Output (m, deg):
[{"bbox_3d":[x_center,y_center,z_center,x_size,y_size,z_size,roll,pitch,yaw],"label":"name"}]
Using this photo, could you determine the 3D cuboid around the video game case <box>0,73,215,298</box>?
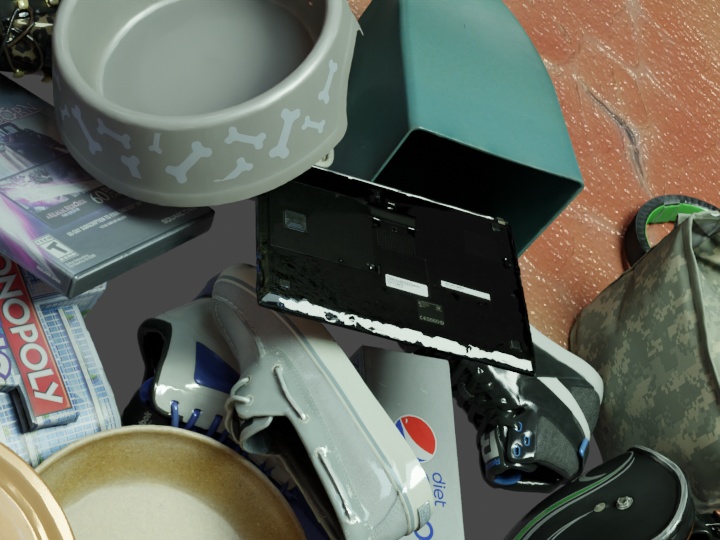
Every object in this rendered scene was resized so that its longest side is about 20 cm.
[{"bbox_3d":[-0.205,-0.061,0.990,0.199,0.019,0.143,33,30,17],"label":"video game case"}]

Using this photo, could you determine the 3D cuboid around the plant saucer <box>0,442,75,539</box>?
[{"bbox_3d":[-0.240,0.172,0.844,0.198,0.032,0.203,6,73,-20],"label":"plant saucer"}]

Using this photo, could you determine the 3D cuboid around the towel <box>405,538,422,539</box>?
[{"bbox_3d":[0.087,0.259,0.918,0.199,0.148,0.022,26,18,20],"label":"towel"}]

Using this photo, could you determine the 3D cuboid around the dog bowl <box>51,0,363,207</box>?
[{"bbox_3d":[-0.094,-0.134,0.984,0.197,0.059,0.202,-4,53,5],"label":"dog bowl"}]

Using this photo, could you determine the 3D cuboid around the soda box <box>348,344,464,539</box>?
[{"bbox_3d":[0.022,0.153,1.046,0.068,0.063,0.202,11,56,-25],"label":"soda box"}]

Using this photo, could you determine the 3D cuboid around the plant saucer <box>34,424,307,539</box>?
[{"bbox_3d":[-0.121,0.190,0.924,0.198,0.035,0.203,7,70,-21],"label":"plant saucer"}]

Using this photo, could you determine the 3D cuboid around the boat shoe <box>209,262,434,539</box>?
[{"bbox_3d":[-0.040,0.079,0.942,0.071,0.070,0.201,-28,61,-23],"label":"boat shoe"}]

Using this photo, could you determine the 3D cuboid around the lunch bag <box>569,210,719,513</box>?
[{"bbox_3d":[0.240,0.076,1.172,0.116,0.164,0.202,-2,64,-28],"label":"lunch bag"}]

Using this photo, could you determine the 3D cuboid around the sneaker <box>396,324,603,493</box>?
[{"bbox_3d":[0.083,0.081,1.125,0.199,0.073,0.113,30,48,-17],"label":"sneaker"}]

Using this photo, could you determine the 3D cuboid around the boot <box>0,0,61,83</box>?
[{"bbox_3d":[-0.244,-0.139,0.998,0.149,0.074,0.199,-7,26,-36],"label":"boot"}]

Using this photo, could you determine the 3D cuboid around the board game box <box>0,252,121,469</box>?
[{"bbox_3d":[-0.216,0.033,0.965,0.198,0.062,0.202,-13,70,-38],"label":"board game box"}]

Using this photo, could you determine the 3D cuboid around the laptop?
[{"bbox_3d":[0.000,0.000,1.018,0.175,0.104,0.201,14,42,-18],"label":"laptop"}]

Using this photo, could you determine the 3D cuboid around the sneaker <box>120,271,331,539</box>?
[{"bbox_3d":[-0.083,0.101,1.008,0.114,0.081,0.200,-18,66,-36],"label":"sneaker"}]

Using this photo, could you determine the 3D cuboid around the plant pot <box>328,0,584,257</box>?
[{"bbox_3d":[0.054,-0.115,1.193,0.140,0.142,0.202,16,47,-25],"label":"plant pot"}]

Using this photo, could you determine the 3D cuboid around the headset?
[{"bbox_3d":[0.284,0.029,1.310,0.122,0.094,0.201,-7,51,-32],"label":"headset"}]

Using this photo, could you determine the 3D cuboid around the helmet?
[{"bbox_3d":[0.160,0.225,1.006,0.200,0.200,0.191,43,86,-2],"label":"helmet"}]

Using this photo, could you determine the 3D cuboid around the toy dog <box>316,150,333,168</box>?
[{"bbox_3d":[-0.116,-0.126,1.130,0.199,0.096,0.133,32,40,-30],"label":"toy dog"}]
